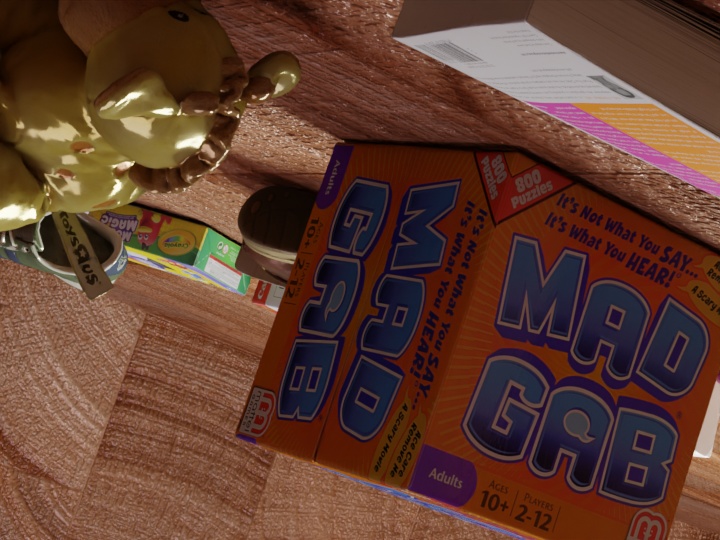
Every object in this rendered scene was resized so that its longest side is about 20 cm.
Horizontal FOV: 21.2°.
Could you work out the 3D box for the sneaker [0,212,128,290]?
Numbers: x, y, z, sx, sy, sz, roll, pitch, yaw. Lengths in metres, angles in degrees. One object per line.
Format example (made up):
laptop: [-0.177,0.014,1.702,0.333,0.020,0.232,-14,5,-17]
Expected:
sneaker: [-0.284,-0.040,1.605,0.199,0.068,0.090,21,164,-16]

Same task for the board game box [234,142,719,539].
board game box: [0.079,0.052,1.194,0.199,0.201,0.199,23,172,-32]

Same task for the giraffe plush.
giraffe plush: [-0.129,-0.090,0.936,0.161,0.173,0.200,-19,117,41]

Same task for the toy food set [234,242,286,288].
toy food set: [-0.010,0.014,1.607,0.142,0.061,0.200,18,-175,13]

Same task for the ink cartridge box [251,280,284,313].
ink cartridge box: [-0.048,0.033,2.002,0.109,0.051,0.199,25,170,-38]

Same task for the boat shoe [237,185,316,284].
boat shoe: [-0.001,0.000,1.477,0.199,0.072,0.068,23,150,17]

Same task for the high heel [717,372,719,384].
high heel: [0.350,0.108,1.391,0.199,0.068,0.096,25,163,-6]

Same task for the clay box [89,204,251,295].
clay box: [-0.217,-0.032,1.979,0.199,0.048,0.115,15,171,28]

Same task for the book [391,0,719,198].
book: [0.124,-0.069,0.796,0.199,0.048,0.133,24,174,-21]

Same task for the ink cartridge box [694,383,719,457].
ink cartridge box: [0.187,0.093,1.622,0.146,0.085,0.199,25,165,-40]
